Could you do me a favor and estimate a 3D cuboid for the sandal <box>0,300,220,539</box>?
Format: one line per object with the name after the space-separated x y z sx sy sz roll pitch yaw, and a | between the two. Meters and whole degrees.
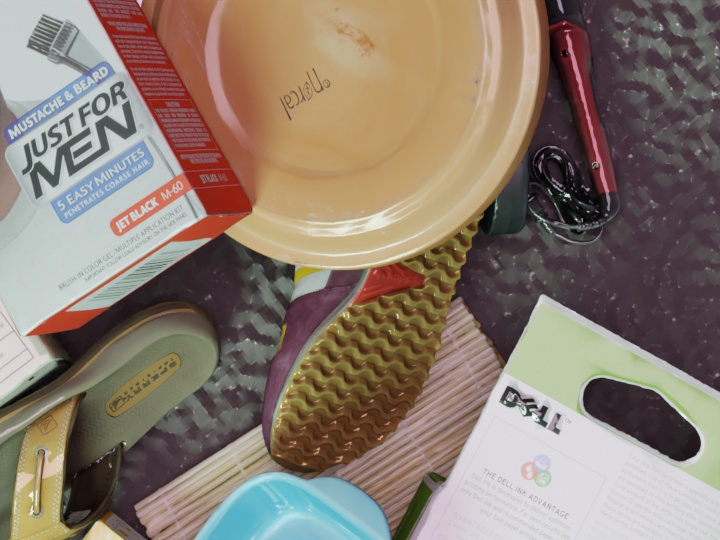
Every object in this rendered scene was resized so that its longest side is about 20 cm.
-0.142 0.095 1.202 0.200 0.080 0.054 -39 55 -7 | sandal

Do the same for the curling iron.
0.095 -0.112 1.246 0.049 0.026 0.202 -7 86 -5 | curling iron

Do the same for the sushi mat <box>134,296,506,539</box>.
-0.007 0.105 1.238 0.199 0.012 0.096 -32 86 -2 | sushi mat

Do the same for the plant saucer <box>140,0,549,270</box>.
-0.012 -0.100 1.144 0.199 0.032 0.202 1 93 19 | plant saucer

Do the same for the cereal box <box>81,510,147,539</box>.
-0.090 0.235 1.210 0.200 0.040 0.144 39 94 1 | cereal box

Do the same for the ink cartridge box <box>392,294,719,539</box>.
0.098 0.134 1.198 0.147 0.076 0.201 28 87 -3 | ink cartridge box

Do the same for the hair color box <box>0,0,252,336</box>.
-0.149 -0.084 1.142 0.111 0.064 0.201 -32 82 18 | hair color box

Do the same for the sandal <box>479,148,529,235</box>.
0.055 -0.118 1.221 0.048 0.075 0.202 -1 87 -7 | sandal

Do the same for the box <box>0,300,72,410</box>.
-0.237 -0.009 1.213 0.095 0.078 0.201 -35 87 -2 | box

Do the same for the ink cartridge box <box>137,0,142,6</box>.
-0.117 -0.091 1.224 0.199 0.067 0.116 -36 87 -2 | ink cartridge box

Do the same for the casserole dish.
-0.048 0.189 1.150 0.121 0.039 0.201 33 88 30 | casserole dish

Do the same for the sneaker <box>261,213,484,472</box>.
0.000 0.000 1.218 0.075 0.090 0.201 20 101 -30 | sneaker
